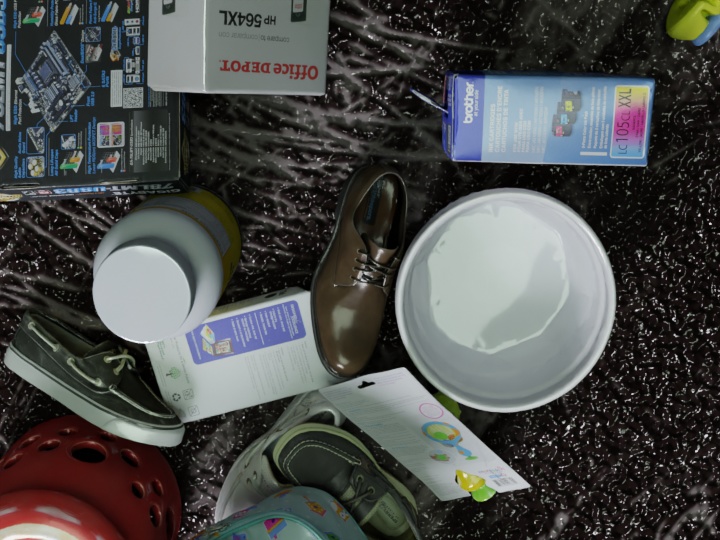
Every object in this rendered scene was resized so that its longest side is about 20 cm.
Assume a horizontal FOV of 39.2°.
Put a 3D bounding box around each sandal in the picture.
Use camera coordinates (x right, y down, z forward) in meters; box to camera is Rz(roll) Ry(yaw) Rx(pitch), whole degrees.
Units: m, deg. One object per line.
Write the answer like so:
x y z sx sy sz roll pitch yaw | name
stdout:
0.361 -0.271 0.888 0.086 0.080 0.201 33 110 -10 | sandal

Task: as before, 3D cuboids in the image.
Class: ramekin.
0.130 0.019 0.942 0.197 0.105 0.204 0 103 2 | ramekin

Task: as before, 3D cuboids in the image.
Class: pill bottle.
-0.170 -0.006 0.893 0.110 0.200 0.114 0 105 2 | pill bottle

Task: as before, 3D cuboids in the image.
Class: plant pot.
-0.285 0.261 0.971 0.197 0.183 0.204 0 101 2 | plant pot

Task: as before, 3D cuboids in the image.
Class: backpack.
-0.082 0.299 0.900 0.198 0.153 0.177 -32 83 10 | backpack

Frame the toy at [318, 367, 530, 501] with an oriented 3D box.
0.067 0.149 0.975 0.114 0.048 0.200 -19 124 41 | toy

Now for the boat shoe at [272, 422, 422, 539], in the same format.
-0.002 0.216 0.974 0.072 0.066 0.201 -45 126 2 | boat shoe

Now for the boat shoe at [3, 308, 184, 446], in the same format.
-0.252 0.102 0.975 0.198 0.071 0.064 27 99 9 | boat shoe

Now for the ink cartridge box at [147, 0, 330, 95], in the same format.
-0.098 -0.250 0.854 0.084 0.145 0.204 12 105 41 | ink cartridge box

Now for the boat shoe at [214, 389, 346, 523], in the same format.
-0.085 0.199 1.006 0.070 0.069 0.201 33 101 -6 | boat shoe

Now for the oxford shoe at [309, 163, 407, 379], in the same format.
0.000 0.000 0.923 0.072 0.084 0.204 9 89 -17 | oxford shoe

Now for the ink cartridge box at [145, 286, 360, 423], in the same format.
-0.105 0.080 0.996 0.197 0.039 0.101 -13 102 6 | ink cartridge box

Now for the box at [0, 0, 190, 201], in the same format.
-0.252 -0.167 0.903 0.195 0.050 0.204 -3 80 4 | box

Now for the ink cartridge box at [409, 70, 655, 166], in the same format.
0.142 -0.136 0.889 0.196 0.137 0.078 0 102 1 | ink cartridge box
